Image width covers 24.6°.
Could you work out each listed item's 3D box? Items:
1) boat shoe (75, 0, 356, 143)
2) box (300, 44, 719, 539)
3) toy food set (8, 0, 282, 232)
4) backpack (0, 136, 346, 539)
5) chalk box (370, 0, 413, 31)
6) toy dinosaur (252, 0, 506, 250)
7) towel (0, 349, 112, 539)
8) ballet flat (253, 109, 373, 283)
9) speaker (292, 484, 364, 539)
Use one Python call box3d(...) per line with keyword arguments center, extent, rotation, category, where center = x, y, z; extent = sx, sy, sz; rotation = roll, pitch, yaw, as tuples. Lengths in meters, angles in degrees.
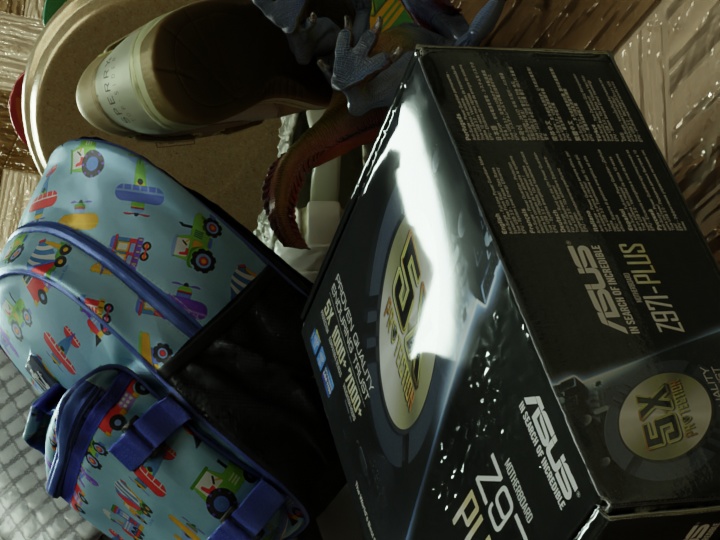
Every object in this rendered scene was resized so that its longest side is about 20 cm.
box3d(center=(-0.065, -0.105, 0.821), extent=(0.066, 0.200, 0.074), rotation=(-12, 93, 31), category="boat shoe")
box3d(center=(0.060, 0.045, 0.605), extent=(0.164, 0.086, 0.200), rotation=(115, 145, -46), category="box")
box3d(center=(-0.111, -0.095, 0.995), extent=(0.049, 0.198, 0.200), rotation=(-82, -32, -62), category="toy food set")
box3d(center=(-0.095, 0.044, 0.770), extent=(0.135, 0.200, 0.183), rotation=(-49, 1, -26), category="backpack")
box3d(center=(-0.039, -0.180, 1.111), extent=(0.124, 0.125, 0.200), rotation=(113, 158, -44), category="chalk box")
box3d(center=(0.008, -0.106, 0.842), extent=(0.200, 0.105, 0.181), rotation=(-64, -23, 3), category="toy dinosaur")
box3d(center=(-0.134, 0.079, 0.942), extent=(0.166, 0.200, 0.086), rotation=(46, 173, 34), category="towel")
box3d(center=(-0.024, -0.037, 0.888), extent=(0.072, 0.072, 0.200), rotation=(121, 155, -56), category="ballet flat")
box3d(center=(0.009, 0.146, 0.834), extent=(0.200, 0.081, 0.081), rotation=(-119, 40, -67), category="speaker")
